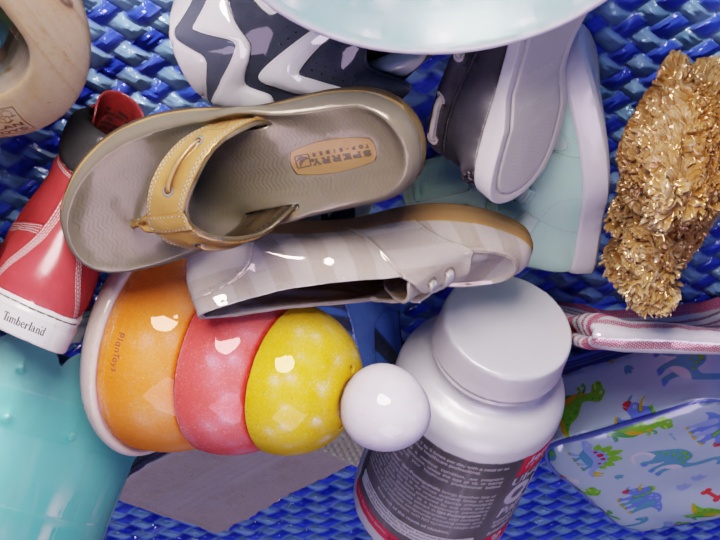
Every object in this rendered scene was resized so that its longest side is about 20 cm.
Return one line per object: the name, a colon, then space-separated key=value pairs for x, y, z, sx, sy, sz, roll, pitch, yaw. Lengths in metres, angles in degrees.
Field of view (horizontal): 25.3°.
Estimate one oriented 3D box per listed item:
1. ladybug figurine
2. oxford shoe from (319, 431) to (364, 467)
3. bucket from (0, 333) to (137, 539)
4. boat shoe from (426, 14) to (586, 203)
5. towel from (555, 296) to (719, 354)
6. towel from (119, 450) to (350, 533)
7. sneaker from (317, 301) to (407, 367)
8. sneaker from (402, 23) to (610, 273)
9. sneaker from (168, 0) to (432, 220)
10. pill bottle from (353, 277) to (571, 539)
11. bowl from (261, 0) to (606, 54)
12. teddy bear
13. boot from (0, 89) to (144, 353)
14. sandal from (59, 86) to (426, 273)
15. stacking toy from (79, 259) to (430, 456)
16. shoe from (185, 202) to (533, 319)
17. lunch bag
ladybug figurine: x=-0.203 y=-0.140 z=0.774 sx=0.135 sy=0.072 sz=0.200 roll=-11 pitch=146 yaw=12
oxford shoe: x=-0.039 y=0.083 z=1.148 sx=0.199 sy=0.058 sz=0.075 roll=27 pitch=138 yaw=-15
bucket: x=-0.239 y=0.106 z=1.023 sx=0.206 sy=0.136 sz=0.207 roll=15 pitch=172 yaw=2
boat shoe: x=0.080 y=-0.130 z=0.802 sx=0.074 sy=0.060 sz=0.201 roll=-28 pitch=143 yaw=-39
towel: x=0.197 y=0.033 z=1.017 sx=0.145 sy=0.030 sz=0.200 roll=1 pitch=-179 yaw=-4
towel: x=-0.098 y=0.148 z=1.260 sx=0.199 sy=0.035 sz=0.132 roll=-31 pitch=139 yaw=34
sneaker: x=-0.021 y=0.016 z=1.051 sx=0.078 sy=0.066 sz=0.200 roll=-43 pitch=131 yaw=-11
sneaker: x=0.080 y=-0.060 z=0.917 sx=0.117 sy=0.074 sz=0.201 roll=-1 pitch=146 yaw=3
sneaker: x=-0.002 y=-0.092 z=0.853 sx=0.129 sy=0.080 sz=0.200 roll=-7 pitch=138 yaw=23
pill bottle: x=0.067 y=0.096 z=1.029 sx=0.110 sy=0.111 sz=0.201 roll=5 pitch=139 yaw=-11
bowl: x=0.033 y=-0.195 z=0.676 sx=0.199 sy=0.106 sz=0.201 roll=-2 pitch=146 yaw=-1
teddy bear: x=0.179 y=-0.043 z=0.887 sx=0.066 sy=0.145 sz=0.200 roll=27 pitch=150 yaw=14
boot: x=-0.167 y=-0.034 z=0.944 sx=0.072 sy=0.145 sz=0.200 roll=24 pitch=178 yaw=-12
sandal: x=-0.065 y=-0.041 z=0.803 sx=0.199 sy=0.054 sz=0.081 roll=-11 pitch=119 yaw=16
stacking toy: x=-0.049 y=0.064 z=0.928 sx=0.199 sy=0.147 sz=0.146 roll=18 pitch=156 yaw=27
shoe: x=0.000 y=0.000 z=0.888 sx=0.198 sy=0.054 sz=0.070 roll=0 pitch=157 yaw=-11
lunch bag: x=0.234 y=0.120 z=1.195 sx=0.160 sy=0.083 sz=0.200 roll=-19 pitch=143 yaw=26
